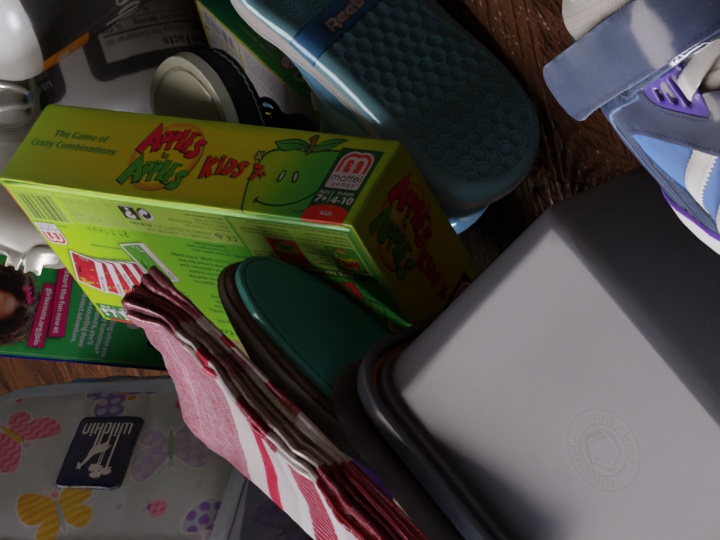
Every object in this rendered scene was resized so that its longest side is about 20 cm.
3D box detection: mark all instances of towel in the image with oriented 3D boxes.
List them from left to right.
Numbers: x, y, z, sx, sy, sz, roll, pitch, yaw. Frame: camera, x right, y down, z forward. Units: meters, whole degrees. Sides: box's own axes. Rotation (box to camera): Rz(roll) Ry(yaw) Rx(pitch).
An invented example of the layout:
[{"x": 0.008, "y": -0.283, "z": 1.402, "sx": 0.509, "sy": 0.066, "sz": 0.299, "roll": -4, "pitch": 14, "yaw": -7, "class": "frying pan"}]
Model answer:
[{"x": -0.016, "y": 0.096, "z": 1.058, "sx": 0.200, "sy": 0.023, "sz": 0.144, "roll": 43, "pitch": 167, "yaw": 30, "class": "towel"}]

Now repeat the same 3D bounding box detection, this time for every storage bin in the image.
[{"x": 0.115, "y": 0.061, "z": 1.000, "sx": 0.200, "sy": 0.145, "sz": 0.134, "roll": 51, "pitch": 131, "yaw": 14, "class": "storage bin"}]

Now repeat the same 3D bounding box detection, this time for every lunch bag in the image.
[{"x": -0.102, "y": 0.114, "z": 1.311, "sx": 0.200, "sy": 0.168, "sz": 0.128, "roll": -25, "pitch": -68, "yaw": -65, "class": "lunch bag"}]

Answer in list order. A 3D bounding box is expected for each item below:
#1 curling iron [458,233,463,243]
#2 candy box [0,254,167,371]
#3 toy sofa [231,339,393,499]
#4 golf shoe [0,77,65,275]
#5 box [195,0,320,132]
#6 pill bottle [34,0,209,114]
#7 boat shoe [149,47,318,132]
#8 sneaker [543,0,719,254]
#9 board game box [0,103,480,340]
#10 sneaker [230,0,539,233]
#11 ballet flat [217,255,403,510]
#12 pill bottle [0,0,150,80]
[{"x": 0.000, "y": 0.000, "z": 1.248, "sx": 0.200, "sy": 0.049, "sz": 0.026, "roll": 169, "pitch": 90, "yaw": -72, "class": "curling iron"}, {"x": -0.158, "y": -0.027, "z": 1.422, "sx": 0.170, "sy": 0.199, "sz": 0.077, "roll": -109, "pitch": 30, "yaw": -51, "class": "candy box"}, {"x": 0.022, "y": 0.076, "z": 1.236, "sx": 0.097, "sy": 0.083, "sz": 0.200, "roll": 21, "pitch": 173, "yaw": 38, "class": "toy sofa"}, {"x": -0.188, "y": -0.088, "z": 1.249, "sx": 0.200, "sy": 0.078, "sz": 0.097, "roll": 50, "pitch": 125, "yaw": 23, "class": "golf shoe"}, {"x": -0.016, "y": -0.052, "z": 1.316, "sx": 0.117, "sy": 0.048, "sz": 0.201, "roll": 45, "pitch": 160, "yaw": 33, "class": "box"}, {"x": -0.138, "y": -0.120, "z": 1.321, "sx": 0.113, "sy": 0.112, "sz": 0.201, "roll": 144, "pitch": 108, "yaw": -75, "class": "pill bottle"}, {"x": -0.048, "y": -0.045, "z": 1.216, "sx": 0.074, "sy": 0.066, "sz": 0.200, "roll": 44, "pitch": 158, "yaw": 33, "class": "boat shoe"}, {"x": 0.123, "y": -0.060, "z": 0.786, "sx": 0.147, "sy": 0.080, "sz": 0.200, "roll": 58, "pitch": 171, "yaw": -29, "class": "sneaker"}, {"x": -0.051, "y": -0.015, "z": 1.129, "sx": 0.199, "sy": 0.048, "sz": 0.102, "roll": 9, "pitch": 146, "yaw": 37, "class": "board game box"}, {"x": -0.009, "y": -0.093, "z": 1.141, "sx": 0.200, "sy": 0.079, "sz": 0.131, "roll": 53, "pitch": 164, "yaw": 10, "class": "sneaker"}, {"x": 0.015, "y": 0.071, "z": 1.070, "sx": 0.199, "sy": 0.068, "sz": 0.064, "roll": 33, "pitch": 125, "yaw": -8, "class": "ballet flat"}, {"x": -0.146, "y": -0.158, "z": 1.184, "sx": 0.117, "sy": 0.200, "sz": 0.117, "roll": 50, "pitch": 166, "yaw": 18, "class": "pill bottle"}]
